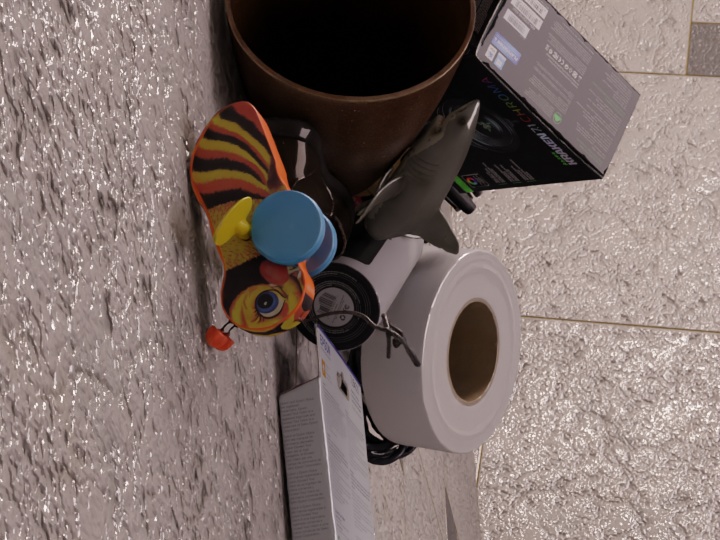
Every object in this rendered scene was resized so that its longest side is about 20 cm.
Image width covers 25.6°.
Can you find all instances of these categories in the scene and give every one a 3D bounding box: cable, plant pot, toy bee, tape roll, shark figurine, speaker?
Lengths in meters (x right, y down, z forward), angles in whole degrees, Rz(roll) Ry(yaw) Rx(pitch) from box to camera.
[{"bbox_3d":[0.044,0.107,1.600,0.200,0.051,0.163,-14,102,-60],"label":"cable"},{"bbox_3d":[-0.017,-0.149,1.260,0.200,0.187,0.187,101,-12,-58],"label":"plant pot"},{"bbox_3d":[-0.065,-0.004,1.013,0.200,0.109,0.131,58,1,34],"label":"toy bee"},{"bbox_3d":[0.083,0.077,1.556,0.202,0.071,0.203,-10,102,-57],"label":"tape roll"},{"bbox_3d":[0.046,-0.044,1.319,0.128,0.089,0.214,-52,-179,-24],"label":"shark figurine"},{"bbox_3d":[0.000,0.000,1.404,0.200,0.081,0.081,-53,136,-67],"label":"speaker"}]

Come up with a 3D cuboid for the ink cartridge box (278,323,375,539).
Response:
[{"bbox_3d":[-0.026,0.167,1.303,0.196,0.043,0.200,61,20,-68],"label":"ink cartridge box"}]

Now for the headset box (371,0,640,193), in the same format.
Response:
[{"bbox_3d":[0.105,-0.157,1.377,0.174,0.200,0.093,40,67,-30],"label":"headset box"}]

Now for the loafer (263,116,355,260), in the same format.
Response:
[{"bbox_3d":[-0.054,-0.046,1.225,0.200,0.073,0.071,61,34,-64],"label":"loafer"}]

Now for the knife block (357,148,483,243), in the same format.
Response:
[{"bbox_3d":[0.036,-0.123,1.482,0.064,0.175,0.200,-88,-178,-55],"label":"knife block"}]

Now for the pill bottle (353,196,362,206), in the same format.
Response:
[{"bbox_3d":[0.049,-0.145,1.571,0.200,0.109,0.109,-56,-163,31],"label":"pill bottle"}]
